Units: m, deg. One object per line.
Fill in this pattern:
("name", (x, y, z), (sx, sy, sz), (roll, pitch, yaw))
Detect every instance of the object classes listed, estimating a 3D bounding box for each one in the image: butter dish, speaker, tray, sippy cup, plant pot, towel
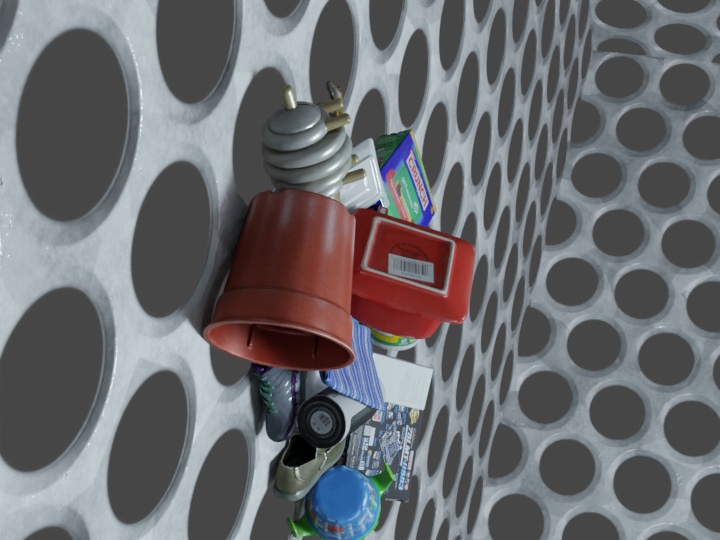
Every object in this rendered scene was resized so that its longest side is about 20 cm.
("butter dish", (0.055, 0.029, 1.559), (0.200, 0.199, 0.148), (-75, -177, -51))
("speaker", (-0.026, 0.211, 1.626), (0.200, 0.081, 0.082), (-17, 116, -71))
("tray", (-0.037, -0.109, 1.577), (0.200, 0.022, 0.108), (-36, 127, -30))
("sippy cup", (-0.033, 0.390, 1.781), (0.130, 0.139, 0.179), (88, 27, -69))
("plant pot", (-0.092, 0.010, 1.390), (0.201, 0.199, 0.197), (58, 37, -63))
("towel", (-0.019, 0.126, 1.587), (0.200, 0.024, 0.146), (35, 37, -57))

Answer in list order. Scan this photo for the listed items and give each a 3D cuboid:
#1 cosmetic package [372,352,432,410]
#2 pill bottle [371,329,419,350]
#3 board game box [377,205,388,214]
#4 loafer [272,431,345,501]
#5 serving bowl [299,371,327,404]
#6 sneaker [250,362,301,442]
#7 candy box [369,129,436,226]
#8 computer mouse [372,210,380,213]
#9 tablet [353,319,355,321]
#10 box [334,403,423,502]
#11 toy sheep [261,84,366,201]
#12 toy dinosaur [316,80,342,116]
("cosmetic package", (0.027, 0.187, 1.844), (0.199, 0.112, 0.082), (18, 83, -51))
("pill bottle", (0.071, 0.040, 1.938), (0.113, 0.112, 0.201), (-55, 158, -51))
("board game box", (0.000, 0.000, 1.739), (0.103, 0.019, 0.201), (-84, -165, -56))
("loafer", (-0.079, 0.294, 1.727), (0.200, 0.075, 0.070), (-54, 152, -53))
("serving bowl", (-0.077, 0.149, 1.673), (0.200, 0.065, 0.202), (10, 90, -71))
("sneaker", (-0.134, 0.162, 1.549), (0.087, 0.074, 0.201), (-4, 111, -39))
("candy box", (0.054, -0.125, 1.836), (0.200, 0.077, 0.170), (-58, 134, -52))
("computer mouse", (-0.056, -0.031, 1.609), (0.200, 0.109, 0.044), (-52, 133, -39))
("tablet", (-0.001, 0.035, 1.883), (0.130, 0.014, 0.201), (88, 17, -66))
("box", (0.030, 0.330, 1.986), (0.198, 0.049, 0.201), (18, 80, -47))
("toy sheep", (-0.071, -0.165, 1.429), (0.138, 0.137, 0.201), (-58, 140, -47))
("toy dinosaur", (-0.046, -0.189, 1.597), (0.106, 0.060, 0.201), (9, 91, -73))
